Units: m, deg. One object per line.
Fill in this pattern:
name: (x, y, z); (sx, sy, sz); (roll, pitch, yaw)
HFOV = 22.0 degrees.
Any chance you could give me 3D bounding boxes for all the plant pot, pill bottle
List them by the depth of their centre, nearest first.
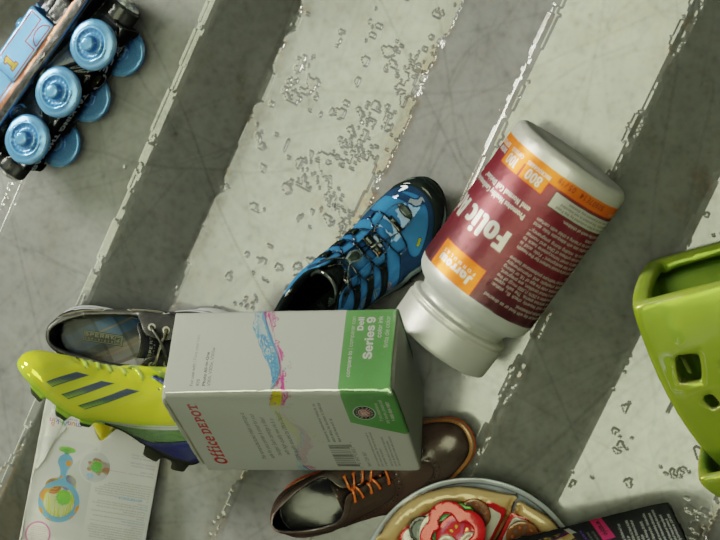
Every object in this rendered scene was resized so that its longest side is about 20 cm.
plant pot: (0.340, 0.070, 1.487); (0.197, 0.200, 0.183); (-16, 98, 15)
pill bottle: (0.123, -0.017, 1.575); (0.114, 0.114, 0.201); (37, 102, 9)

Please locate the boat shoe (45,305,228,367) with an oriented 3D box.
boat shoe: (-0.194, 0.064, 1.690); (0.198, 0.066, 0.071); (9, 96, 14)

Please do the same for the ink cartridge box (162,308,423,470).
ink cartridge box: (-0.054, 0.104, 1.583); (0.198, 0.146, 0.088); (-3, 58, 12)

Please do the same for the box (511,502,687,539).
box: (0.186, 0.289, 1.555); (0.198, 0.106, 0.123); (-15, 104, 3)

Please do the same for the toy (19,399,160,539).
toy: (-0.251, 0.209, 1.720); (0.114, 0.047, 0.202); (11, 87, -10)

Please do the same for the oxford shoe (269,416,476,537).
oxford shoe: (0.011, 0.191, 1.642); (0.199, 0.073, 0.072); (-28, 87, 15)

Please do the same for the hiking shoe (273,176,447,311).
hiking shoe: (0.000, 0.000, 1.623); (0.074, 0.087, 0.200); (44, 103, 8)

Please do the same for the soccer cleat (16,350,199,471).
soccer cleat: (-0.213, 0.108, 1.665); (0.199, 0.065, 0.084); (28, 105, -23)

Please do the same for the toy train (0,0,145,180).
toy train: (-0.284, -0.181, 1.689); (0.114, 0.087, 0.200); (41, 103, 15)

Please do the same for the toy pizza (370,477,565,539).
toy pizza: (0.098, 0.282, 1.630); (0.198, 0.032, 0.202); (1, 99, 6)
